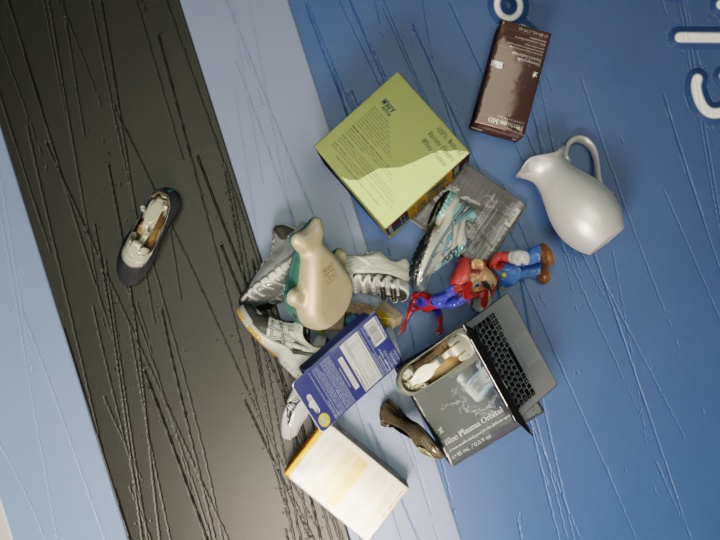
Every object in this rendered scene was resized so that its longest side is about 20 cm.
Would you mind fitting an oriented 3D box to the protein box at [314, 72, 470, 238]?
[{"bbox_3d":[0.060,-0.204,1.565,0.200,0.135,0.199,-41,83,0],"label":"protein box"}]

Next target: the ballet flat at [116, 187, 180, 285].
[{"bbox_3d":[-0.401,-0.066,1.601,0.073,0.073,0.201,29,88,1],"label":"ballet flat"}]

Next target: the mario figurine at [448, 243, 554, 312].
[{"bbox_3d":[0.259,0.021,1.580,0.198,0.106,0.125,-14,105,-8],"label":"mario figurine"}]

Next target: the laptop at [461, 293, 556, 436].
[{"bbox_3d":[0.264,0.150,1.441,0.199,0.116,0.189,-30,93,-35],"label":"laptop"}]

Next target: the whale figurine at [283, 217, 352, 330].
[{"bbox_3d":[-0.089,0.005,1.503,0.159,0.103,0.202,-43,132,-36],"label":"whale figurine"}]

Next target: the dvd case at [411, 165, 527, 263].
[{"bbox_3d":[0.193,-0.117,1.633,0.199,0.016,0.149,35,90,0],"label":"dvd case"}]

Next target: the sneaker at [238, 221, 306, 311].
[{"bbox_3d":[-0.157,-0.017,1.609,0.199,0.075,0.116,-37,53,19],"label":"sneaker"}]

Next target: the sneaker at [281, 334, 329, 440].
[{"bbox_3d":[-0.068,0.230,1.589,0.114,0.075,0.202,22,85,3],"label":"sneaker"}]

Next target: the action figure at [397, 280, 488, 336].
[{"bbox_3d":[0.138,0.078,1.540,0.065,0.199,0.100,25,73,-25],"label":"action figure"}]

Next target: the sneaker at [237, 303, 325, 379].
[{"bbox_3d":[-0.136,0.117,1.563,0.200,0.076,0.088,41,83,18],"label":"sneaker"}]

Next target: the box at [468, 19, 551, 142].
[{"bbox_3d":[0.278,-0.353,1.614,0.099,0.075,0.202,15,90,0],"label":"box"}]

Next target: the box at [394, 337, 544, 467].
[{"bbox_3d":[0.194,0.216,1.573,0.195,0.117,0.201,-30,87,-1],"label":"box"}]

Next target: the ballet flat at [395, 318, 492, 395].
[{"bbox_3d":[0.148,0.151,1.485,0.199,0.064,0.068,-35,84,-2],"label":"ballet flat"}]

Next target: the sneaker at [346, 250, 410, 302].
[{"bbox_3d":[0.000,0.000,1.608,0.198,0.075,0.082,13,62,6],"label":"sneaker"}]

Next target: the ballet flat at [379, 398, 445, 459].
[{"bbox_3d":[0.085,0.290,1.539,0.046,0.200,0.068,-43,122,-9],"label":"ballet flat"}]

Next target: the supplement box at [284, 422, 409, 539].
[{"bbox_3d":[-0.025,0.381,1.586,0.199,0.074,0.126,40,88,1],"label":"supplement box"}]

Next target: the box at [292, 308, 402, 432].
[{"bbox_3d":[-0.027,0.176,1.523,0.200,0.032,0.122,-40,118,-21],"label":"box"}]

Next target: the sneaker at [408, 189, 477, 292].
[{"bbox_3d":[0.155,-0.045,1.573,0.086,0.078,0.202,27,75,-7],"label":"sneaker"}]

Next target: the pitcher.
[{"bbox_3d":[0.410,-0.145,1.595,0.171,0.121,0.201,-33,77,-16],"label":"pitcher"}]

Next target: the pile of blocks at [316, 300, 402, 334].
[{"bbox_3d":[-0.024,0.098,1.597,0.197,0.063,0.083,8,46,3],"label":"pile of blocks"}]
